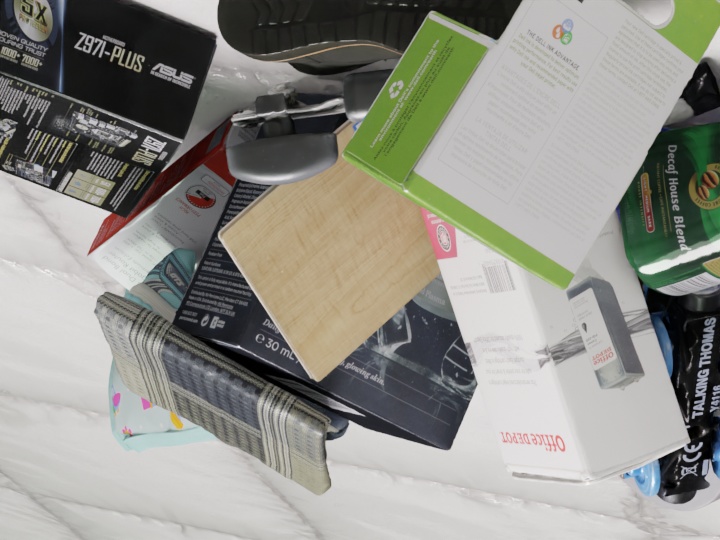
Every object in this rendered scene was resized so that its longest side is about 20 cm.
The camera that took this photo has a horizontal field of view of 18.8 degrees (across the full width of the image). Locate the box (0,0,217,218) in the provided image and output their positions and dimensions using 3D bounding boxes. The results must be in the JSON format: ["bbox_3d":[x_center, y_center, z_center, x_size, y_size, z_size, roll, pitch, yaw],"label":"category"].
[{"bbox_3d":[-0.214,-0.130,1.599,0.164,0.086,0.200,21,160,-11],"label":"box"}]

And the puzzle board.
[{"bbox_3d":[0.008,-0.039,1.481,0.017,0.200,0.151,32,160,49],"label":"puzzle board"}]

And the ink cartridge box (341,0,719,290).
[{"bbox_3d":[0.108,-0.111,1.286,0.148,0.200,0.076,30,-179,-37],"label":"ink cartridge box"}]

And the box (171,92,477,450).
[{"bbox_3d":[0.000,0.000,1.587,0.200,0.197,0.124,27,170,-29],"label":"box"}]

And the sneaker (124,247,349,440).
[{"bbox_3d":[-0.084,0.055,1.671,0.200,0.086,0.078,35,165,-3],"label":"sneaker"}]

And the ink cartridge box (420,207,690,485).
[{"bbox_3d":[0.127,0.035,1.441,0.085,0.200,0.146,-17,-177,-18],"label":"ink cartridge box"}]

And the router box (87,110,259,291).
[{"bbox_3d":[-0.084,-0.008,1.719,0.200,0.049,0.179,39,129,-19],"label":"router box"}]

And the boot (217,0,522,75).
[{"bbox_3d":[0.025,-0.162,1.381,0.200,0.078,0.138,2,176,16],"label":"boot"}]

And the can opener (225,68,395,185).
[{"bbox_3d":[0.011,-0.101,1.403,0.200,0.067,0.053,-10,-178,14],"label":"can opener"}]

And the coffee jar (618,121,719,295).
[{"bbox_3d":[0.263,-0.054,1.353,0.200,0.104,0.085,-16,159,35],"label":"coffee jar"}]

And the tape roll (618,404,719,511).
[{"bbox_3d":[0.237,0.077,1.638,0.066,0.201,0.200,-21,179,-29],"label":"tape roll"}]

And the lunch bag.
[{"bbox_3d":[-0.133,0.063,1.885,0.122,0.200,0.170,30,155,-33],"label":"lunch bag"}]

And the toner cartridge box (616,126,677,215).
[{"bbox_3d":[0.210,-0.061,1.508,0.200,0.043,0.095,12,160,12],"label":"toner cartridge box"}]

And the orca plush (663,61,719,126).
[{"bbox_3d":[0.130,-0.109,1.409,0.200,0.071,0.105,-17,-176,23],"label":"orca plush"}]

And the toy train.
[{"bbox_3d":[0.217,0.067,1.506,0.087,0.114,0.200,-10,129,-11],"label":"toy train"}]

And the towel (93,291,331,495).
[{"bbox_3d":[-0.102,0.090,1.599,0.192,0.035,0.200,28,163,8],"label":"towel"}]
